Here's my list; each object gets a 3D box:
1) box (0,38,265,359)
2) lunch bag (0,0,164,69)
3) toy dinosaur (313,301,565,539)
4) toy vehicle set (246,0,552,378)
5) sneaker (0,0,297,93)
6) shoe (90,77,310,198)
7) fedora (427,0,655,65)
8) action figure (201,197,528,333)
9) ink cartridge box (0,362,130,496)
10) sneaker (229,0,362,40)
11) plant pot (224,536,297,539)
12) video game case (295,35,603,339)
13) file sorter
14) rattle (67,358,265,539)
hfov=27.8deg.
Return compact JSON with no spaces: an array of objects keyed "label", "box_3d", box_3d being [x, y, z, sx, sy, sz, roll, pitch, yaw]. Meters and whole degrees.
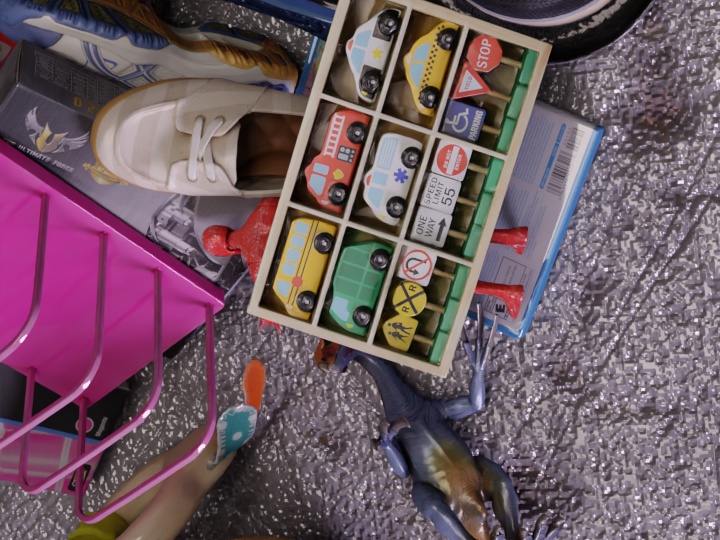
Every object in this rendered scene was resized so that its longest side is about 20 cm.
[{"label":"box","box_3d":[-0.165,-0.038,0.931,0.158,0.199,0.049,-46,35,31]},{"label":"lunch bag","box_3d":[-0.234,-0.197,1.001,0.199,0.082,0.178,29,112,16]},{"label":"toy dinosaur","box_3d":[0.034,0.123,0.931,0.181,0.104,0.202,41,134,39]},{"label":"toy vehicle set","box_3d":[0.021,-0.053,0.841,0.123,0.027,0.202,17,97,-2]},{"label":"sneaker","box_3d":[-0.140,-0.120,0.926,0.198,0.076,0.089,15,117,-21]},{"label":"shoe","box_3d":[-0.060,-0.079,0.870,0.053,0.198,0.071,-166,77,-66]},{"label":"fedora","box_3d":[0.086,-0.215,0.851,0.198,0.091,0.203,4,100,23]},{"label":"action figure","box_3d":[0.000,0.000,0.915,0.198,0.099,0.066,8,69,1]},{"label":"ink cartridge box","box_3d":[-0.269,0.092,1.013,0.198,0.037,0.095,18,109,-25]},{"label":"sneaker","box_3d":[-0.032,-0.192,0.903,0.199,0.070,0.079,25,90,21]},{"label":"plant pot","box_3d":[-0.051,0.257,0.954,0.198,0.142,0.203,4,100,22]},{"label":"video game case","box_3d":[0.040,-0.062,0.935,0.198,0.018,0.144,25,107,18]},{"label":"file sorter","box_3d":[-0.198,0.046,0.884,0.138,0.200,0.126,-35,40,24]},{"label":"rattle","box_3d":[-0.100,0.178,0.996,0.200,0.130,0.143,-40,88,3]}]
